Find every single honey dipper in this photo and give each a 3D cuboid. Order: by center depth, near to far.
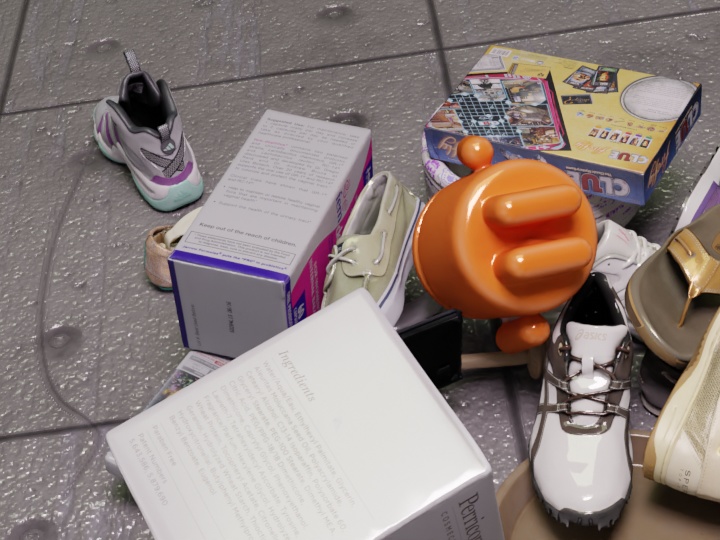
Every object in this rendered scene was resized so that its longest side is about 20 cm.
[{"bbox_3d":[0.084,0.071,1.098,0.199,0.038,0.038,-3,40,-6],"label":"honey dipper"}]

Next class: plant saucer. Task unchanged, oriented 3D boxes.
[{"bbox_3d":[0.186,0.194,0.965,0.199,0.030,0.201,-5,40,4],"label":"plant saucer"}]

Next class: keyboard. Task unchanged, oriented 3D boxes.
[{"bbox_3d":[-0.016,0.089,1.026,0.199,0.104,0.040,-20,46,-19],"label":"keyboard"}]

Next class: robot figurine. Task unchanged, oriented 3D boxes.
[{"bbox_3d":[0.106,-0.023,1.045,0.117,0.144,0.200,-51,8,-13],"label":"robot figurine"}]

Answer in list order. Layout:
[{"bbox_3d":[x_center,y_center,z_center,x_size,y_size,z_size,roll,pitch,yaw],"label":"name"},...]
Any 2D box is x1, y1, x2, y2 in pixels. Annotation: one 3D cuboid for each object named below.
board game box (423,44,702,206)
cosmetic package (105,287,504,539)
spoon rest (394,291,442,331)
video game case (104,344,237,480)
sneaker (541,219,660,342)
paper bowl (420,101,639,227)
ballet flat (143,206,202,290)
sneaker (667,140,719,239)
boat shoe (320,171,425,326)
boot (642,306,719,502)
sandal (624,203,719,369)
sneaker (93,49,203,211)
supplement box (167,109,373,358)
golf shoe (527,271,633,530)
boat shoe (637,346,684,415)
[{"bbox_3d":[0.173,-0.128,1.176,0.199,0.035,0.136,16,47,28],"label":"board game box"},{"bbox_3d":[-0.029,0.154,0.909,0.199,0.165,0.165,-30,57,-8],"label":"cosmetic package"},{"bbox_3d":[-0.013,0.036,1.177,0.199,0.061,0.100,-17,38,12],"label":"spoon rest"},{"bbox_3d":[-0.067,0.128,1.070,0.199,0.023,0.182,23,49,17],"label":"video game case"},{"bbox_3d":[0.224,0.005,1.121,0.199,0.100,0.078,-1,41,10],"label":"sneaker"},{"bbox_3d":[0.157,-0.084,1.234,0.199,0.105,0.201,-5,41,4],"label":"paper bowl"},{"bbox_3d":[-0.105,-0.039,1.262,0.199,0.068,0.068,-21,40,-13],"label":"ballet flat"},{"bbox_3d":[0.349,-0.072,1.223,0.087,0.076,0.200,26,54,16],"label":"sneaker"},{"bbox_3d":[0.000,0.000,1.099,0.072,0.062,0.200,-26,27,36],"label":"boat shoe"},{"bbox_3d":[0.308,0.091,0.964,0.155,0.073,0.200,25,66,26],"label":"boot"},{"bbox_3d":[0.268,-0.003,1.060,0.080,0.054,0.200,40,51,10],"label":"sandal"},{"bbox_3d":[-0.223,-0.164,1.373,0.077,0.140,0.200,-28,44,-20],"label":"sneaker"},{"bbox_3d":[-0.067,-0.029,1.132,0.103,0.102,0.200,11,46,15],"label":"supplement box"},{"bbox_3d":[0.160,0.089,0.996,0.077,0.095,0.201,0,47,8],"label":"golf shoe"},{"bbox_3d":[0.305,0.097,1.031,0.199,0.057,0.067,13,45,25],"label":"boat shoe"}]
